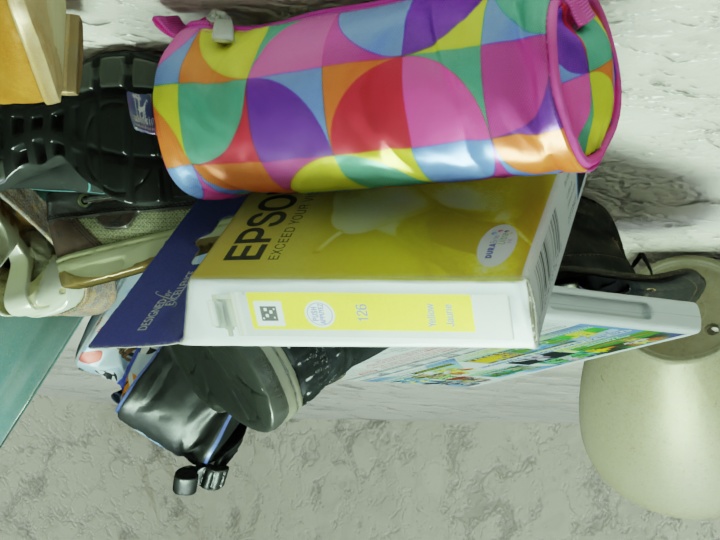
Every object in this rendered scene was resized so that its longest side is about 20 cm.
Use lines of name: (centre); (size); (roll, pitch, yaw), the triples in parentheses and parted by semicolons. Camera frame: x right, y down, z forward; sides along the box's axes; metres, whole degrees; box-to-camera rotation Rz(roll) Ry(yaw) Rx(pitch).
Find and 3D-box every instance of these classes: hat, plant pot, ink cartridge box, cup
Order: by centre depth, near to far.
ink cartridge box: (-0.002, -0.030, 0.696); (0.200, 0.047, 0.198); (2, -150, 16)
hat: (0.128, -0.005, 0.977); (0.200, 0.081, 0.201); (-6, 165, -2)
plant pot: (-0.265, 0.019, 1.058); (0.134, 0.200, 0.200); (32, 166, -7)
cup: (0.259, 0.071, 1.170); (0.200, 0.200, 0.143); (0, 142, 21)

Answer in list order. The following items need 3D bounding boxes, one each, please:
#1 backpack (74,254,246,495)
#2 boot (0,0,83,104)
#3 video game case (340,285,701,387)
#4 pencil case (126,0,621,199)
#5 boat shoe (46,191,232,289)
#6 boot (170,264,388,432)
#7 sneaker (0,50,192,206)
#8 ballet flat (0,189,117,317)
backpack: (-0.106, 0.036, 1.052); (0.154, 0.200, 0.191); (35, 177, 2)
boot: (-0.185, -0.099, 0.582); (0.144, 0.071, 0.201); (2, 176, -7)
video game case: (0.070, 0.041, 0.904); (0.182, 0.022, 0.200); (7, 162, -40)
pencil case: (0.005, -0.075, 0.624); (0.200, 0.089, 0.088); (-2, 169, 26)
boat shoe: (-0.079, -0.046, 0.837); (0.200, 0.065, 0.073); (-19, -175, -6)
boot: (-0.023, 0.011, 0.790); (0.154, 0.074, 0.204); (-29, -163, -16)
sneaker: (-0.131, -0.074, 0.774); (0.200, 0.076, 0.079); (5, -173, 29)
ballet flat: (-0.209, -0.014, 0.887); (0.068, 0.067, 0.200); (-17, 137, 17)
